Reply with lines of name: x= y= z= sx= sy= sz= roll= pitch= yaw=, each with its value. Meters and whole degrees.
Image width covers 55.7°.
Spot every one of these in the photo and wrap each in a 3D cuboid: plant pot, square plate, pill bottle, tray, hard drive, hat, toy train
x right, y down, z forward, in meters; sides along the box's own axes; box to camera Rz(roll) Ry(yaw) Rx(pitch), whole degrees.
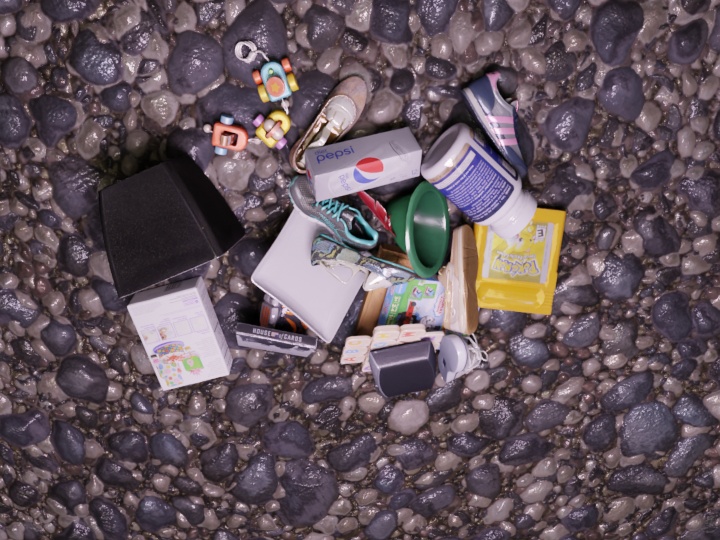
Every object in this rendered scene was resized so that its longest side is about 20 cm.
plant pot: x=-0.342 y=-0.090 z=1.196 sx=0.197 sy=0.200 sz=0.180 roll=-22 pitch=103 yaw=7
square plate: x=-0.086 y=-0.003 z=1.265 sx=0.198 sy=0.028 sz=0.202 roll=41 pitch=63 yaw=-24
pill bottle: x=0.211 y=-0.153 z=1.202 sx=0.199 sy=0.116 sz=0.116 roll=38 pitch=107 yaw=-17
tray: x=0.059 y=0.053 z=1.354 sx=0.097 sy=0.037 sz=0.203 roll=13 pitch=113 yaw=-8
hard drive: x=0.088 y=0.201 z=1.358 sx=0.132 sy=0.043 sz=0.201 roll=-11 pitch=152 yaw=2
hat: x=0.056 y=-0.093 z=1.283 sx=0.174 sy=0.165 sz=0.204 roll=4 pitch=104 yaw=33
toy train: x=-0.188 y=-0.283 z=1.184 sx=0.148 sy=0.056 sz=0.203 roll=17 pitch=112 yaw=-10

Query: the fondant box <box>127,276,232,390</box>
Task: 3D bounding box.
fondant box: x=-0.355 y=0.127 z=1.357 sx=0.142 sy=0.058 sz=0.203 roll=-14 pitch=113 yaw=4

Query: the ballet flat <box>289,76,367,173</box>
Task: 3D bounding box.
ballet flat: x=-0.055 y=-0.249 z=1.198 sx=0.068 sy=0.067 sz=0.201 roll=33 pitch=108 yaw=-15

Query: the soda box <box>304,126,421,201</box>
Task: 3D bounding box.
soda box: x=0.005 y=-0.187 z=1.192 sx=0.197 sy=0.069 sz=0.064 roll=-15 pitch=144 yaw=-11

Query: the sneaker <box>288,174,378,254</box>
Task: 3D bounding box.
sneaker: x=-0.041 y=-0.105 z=1.235 sx=0.199 sy=0.091 sz=0.078 roll=39 pitch=72 yaw=-22

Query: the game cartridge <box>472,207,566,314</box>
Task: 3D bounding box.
game cartridge: x=0.295 y=-0.024 z=1.304 sx=0.173 sy=0.032 sz=0.204 roll=5 pitch=96 yaw=-5

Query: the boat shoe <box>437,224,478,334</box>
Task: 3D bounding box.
boat shoe: x=0.177 y=0.016 z=1.269 sx=0.068 sy=0.073 sz=0.204 roll=1 pitch=92 yaw=34

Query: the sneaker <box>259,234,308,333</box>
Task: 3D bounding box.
sneaker: x=-0.122 y=0.027 z=1.321 sx=0.110 sy=0.077 sz=0.204 roll=10 pitch=100 yaw=-31

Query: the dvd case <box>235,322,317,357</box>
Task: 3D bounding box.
dvd case: x=-0.164 y=0.135 z=1.306 sx=0.147 sy=0.200 sz=0.025 roll=11 pitch=77 yaw=-7

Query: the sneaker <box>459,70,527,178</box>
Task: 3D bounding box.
sneaker: x=0.259 y=-0.257 z=1.208 sx=0.082 sy=0.070 sz=0.201 roll=-36 pitch=115 yaw=6

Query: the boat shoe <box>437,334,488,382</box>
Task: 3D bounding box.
boat shoe: x=0.205 y=0.166 z=1.324 sx=0.085 sy=0.076 sz=0.203 roll=-17 pitch=156 yaw=-6

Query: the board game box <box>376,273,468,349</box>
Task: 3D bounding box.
board game box: x=0.137 y=0.081 z=1.343 sx=0.197 sy=0.037 sz=0.154 roll=5 pitch=115 yaw=-23

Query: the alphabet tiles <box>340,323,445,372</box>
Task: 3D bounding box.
alphabet tiles: x=0.061 y=0.153 z=1.324 sx=0.192 sy=0.015 sz=0.201 roll=-2 pitch=151 yaw=-10

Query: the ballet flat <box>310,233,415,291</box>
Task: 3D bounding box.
ballet flat: x=0.000 y=0.000 z=1.236 sx=0.197 sy=0.074 sz=0.075 roll=21 pitch=113 yaw=5
